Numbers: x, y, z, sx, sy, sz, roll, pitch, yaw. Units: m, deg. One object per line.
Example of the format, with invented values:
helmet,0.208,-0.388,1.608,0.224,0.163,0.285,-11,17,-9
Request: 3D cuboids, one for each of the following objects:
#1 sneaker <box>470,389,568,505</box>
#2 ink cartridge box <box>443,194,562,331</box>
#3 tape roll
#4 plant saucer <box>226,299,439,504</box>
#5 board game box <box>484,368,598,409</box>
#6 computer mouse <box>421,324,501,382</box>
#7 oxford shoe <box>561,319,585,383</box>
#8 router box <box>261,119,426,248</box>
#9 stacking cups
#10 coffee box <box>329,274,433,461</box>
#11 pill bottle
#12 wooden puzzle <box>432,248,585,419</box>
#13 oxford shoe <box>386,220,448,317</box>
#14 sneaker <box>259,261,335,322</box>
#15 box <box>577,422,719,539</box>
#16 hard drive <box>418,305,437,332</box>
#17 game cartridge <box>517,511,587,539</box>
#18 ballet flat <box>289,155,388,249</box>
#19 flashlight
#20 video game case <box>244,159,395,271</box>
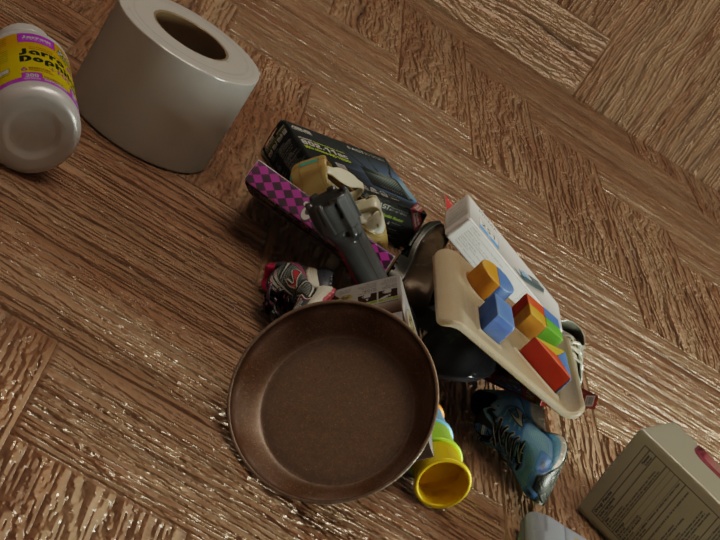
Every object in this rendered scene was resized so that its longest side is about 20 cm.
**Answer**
sneaker,0.167,0.193,1.622,0.089,0.079,0.200,18,16,-16
ink cartridge box,0.186,-0.013,1.921,0.200,0.045,0.176,50,15,-15
tape roll,-0.244,-0.237,1.812,0.202,0.140,0.203,29,21,-13
plant saucer,-0.024,0.125,1.350,0.200,0.200,0.037,45,-12,26
board game box,0.177,0.122,1.730,0.102,0.020,0.199,9,10,-43
computer mouse,0.127,0.080,1.686,0.137,0.053,0.200,16,15,23
oxford shoe,0.270,0.119,1.940,0.075,0.058,0.200,35,22,-5
router box,-0.022,-0.119,2.002,0.199,0.062,0.150,18,25,-38
stacking cups,0.068,0.172,1.533,0.060,0.061,0.200,27,17,-19
coffee box,0.021,0.103,1.492,0.200,0.079,0.114,-90,165,-66
pill bottle,-0.366,-0.197,1.590,0.104,0.105,0.200,22,24,-29
wooden puzzle,0.173,0.060,1.644,0.199,0.046,0.186,35,22,-15
oxford shoe,0.081,0.005,1.806,0.084,0.073,0.200,33,35,1
sneaker,-0.072,0.041,1.569,0.074,0.081,0.200,14,10,-7
box,0.367,0.285,1.627,0.200,0.128,0.109,46,23,26
hard drive,0.140,0.059,1.891,0.199,0.042,0.135,22,24,-28
game cartridge,0.249,0.334,1.474,0.199,0.042,0.133,32,17,-8
ballet flat,-0.010,-0.082,1.879,0.200,0.063,0.069,36,35,-42
flashlight,0.000,0.000,1.647,0.201,0.067,0.068,62,16,-19
video game case,-0.049,-0.055,1.773,0.199,0.036,0.181,35,-2,2
